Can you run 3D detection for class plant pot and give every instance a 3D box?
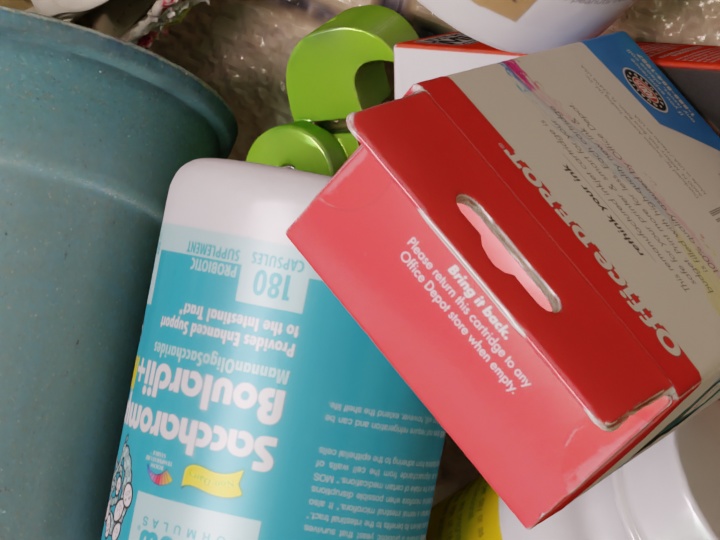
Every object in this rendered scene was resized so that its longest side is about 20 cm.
[{"bbox_3d":[-0.158,0.027,0.858,0.199,0.200,0.197,-2,72,30],"label":"plant pot"}]

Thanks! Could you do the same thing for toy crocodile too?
[{"bbox_3d":[0.000,0.000,0.880,0.061,0.067,0.201,2,101,29],"label":"toy crocodile"}]

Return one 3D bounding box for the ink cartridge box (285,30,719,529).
[{"bbox_3d":[0.059,0.000,0.698,0.116,0.200,0.067,50,119,11],"label":"ink cartridge box"}]

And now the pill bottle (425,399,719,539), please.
[{"bbox_3d":[0.064,0.127,0.845,0.200,0.111,0.112,-36,82,30],"label":"pill bottle"}]

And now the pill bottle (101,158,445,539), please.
[{"bbox_3d":[-0.028,0.068,0.790,0.110,0.111,0.201,10,89,28],"label":"pill bottle"}]

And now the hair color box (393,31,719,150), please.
[{"bbox_3d":[0.111,-0.028,0.815,0.199,0.061,0.102,6,104,29],"label":"hair color box"}]

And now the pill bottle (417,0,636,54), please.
[{"bbox_3d":[0.090,-0.167,0.737,0.115,0.114,0.200,56,139,9],"label":"pill bottle"}]

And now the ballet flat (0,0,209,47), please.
[{"bbox_3d":[-0.113,-0.107,0.901,0.076,0.064,0.200,54,134,1],"label":"ballet flat"}]
